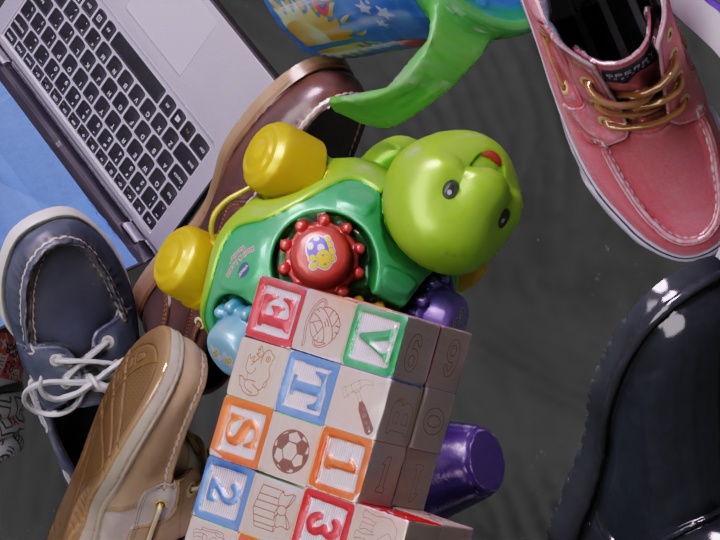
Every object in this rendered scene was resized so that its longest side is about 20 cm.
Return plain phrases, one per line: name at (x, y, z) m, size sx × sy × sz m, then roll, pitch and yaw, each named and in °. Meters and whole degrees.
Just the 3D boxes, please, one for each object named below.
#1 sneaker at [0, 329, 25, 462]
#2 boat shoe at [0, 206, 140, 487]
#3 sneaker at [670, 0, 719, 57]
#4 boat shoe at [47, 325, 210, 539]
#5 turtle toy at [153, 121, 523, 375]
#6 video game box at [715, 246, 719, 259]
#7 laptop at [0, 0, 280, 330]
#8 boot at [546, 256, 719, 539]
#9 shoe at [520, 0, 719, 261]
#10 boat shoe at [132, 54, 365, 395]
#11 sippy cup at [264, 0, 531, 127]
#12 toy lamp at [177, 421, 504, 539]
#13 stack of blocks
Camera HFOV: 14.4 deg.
sneaker at (-0.267, 0.076, 1.566) m, size 0.067 × 0.201 × 0.108 m, roll 6°, pitch 104°, yaw 47°
boat shoe at (-0.145, 0.055, 1.503) m, size 0.062 × 0.075 × 0.200 m, roll -121°, pitch 21°, yaw -46°
sneaker at (0.213, -0.153, 1.266) m, size 0.200 × 0.080 × 0.147 m, roll 47°, pitch 127°, yaw 50°
boat shoe at (-0.107, 0.108, 1.465) m, size 0.074 × 0.069 × 0.200 m, roll -88°, pitch 19°, yaw -45°
turtle toy at (0.000, 0.000, 1.396) m, size 0.200 × 0.145 × 0.101 m, roll -47°, pitch 33°, yaw 26°
video game box at (0.219, 0.083, 1.295) m, size 0.182 × 0.047 × 0.200 m, roll 42°, pitch 131°, yaw 27°
laptop at (-0.178, -0.091, 1.535) m, size 0.187 × 0.116 × 0.200 m, roll 51°, pitch 118°, yaw 26°
boot at (0.172, 0.112, 1.262) m, size 0.168 × 0.076 × 0.200 m, roll 44°, pitch 139°, yaw 28°
shoe at (0.121, -0.088, 1.317) m, size 0.071 × 0.091 × 0.201 m, roll -25°, pitch 101°, yaw 5°
boat shoe at (-0.048, -0.020, 1.486) m, size 0.070 × 0.070 × 0.200 m, roll 57°, pitch 130°, yaw 32°
sippy cup at (0.019, -0.165, 1.403) m, size 0.130 × 0.178 × 0.140 m, roll -18°, pitch 111°, yaw 45°
toy lamp at (-0.016, 0.112, 1.481) m, size 0.200 × 0.058 × 0.058 m, roll -11°, pitch 87°, yaw 34°
stack of blocks at (-0.013, 0.114, 1.290) m, size 0.115 × 0.059 × 0.201 m, roll 15°, pitch 89°, yaw 34°
